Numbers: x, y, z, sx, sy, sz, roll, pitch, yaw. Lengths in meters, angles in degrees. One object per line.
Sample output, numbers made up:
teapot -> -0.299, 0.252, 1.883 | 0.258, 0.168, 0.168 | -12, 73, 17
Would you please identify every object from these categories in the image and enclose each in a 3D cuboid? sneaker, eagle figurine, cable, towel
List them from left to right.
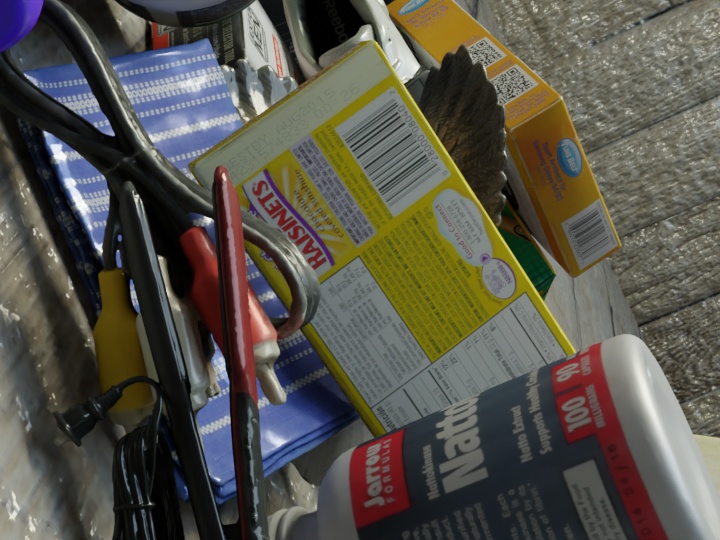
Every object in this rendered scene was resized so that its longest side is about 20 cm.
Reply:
cable -> -0.086, -0.028, 0.643 | 0.200, 0.097, 0.050 | 66, 14, -2
towel -> -0.070, -0.006, 0.732 | 0.145, 0.024, 0.201 | -23, 89, -56
eagle figurine -> -0.003, -0.004, 0.838 | 0.151, 0.151, 0.200 | 39, -31, 45
sneaker -> 0.008, -0.096, 0.931 | 0.200, 0.074, 0.088 | 57, 8, 10

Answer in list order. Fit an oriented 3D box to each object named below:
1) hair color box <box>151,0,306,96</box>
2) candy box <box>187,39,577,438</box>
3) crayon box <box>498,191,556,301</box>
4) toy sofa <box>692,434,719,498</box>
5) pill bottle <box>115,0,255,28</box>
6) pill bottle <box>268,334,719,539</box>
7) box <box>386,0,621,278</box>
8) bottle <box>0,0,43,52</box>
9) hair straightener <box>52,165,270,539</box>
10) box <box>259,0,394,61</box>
hair color box -> -0.045, -0.061, 0.939 | 0.200, 0.061, 0.102 | 58, 14, -36
candy box -> 0.018, 0.005, 0.754 | 0.200, 0.102, 0.026 | 56, -6, -14
crayon box -> 0.043, -0.050, 1.041 | 0.200, 0.058, 0.119 | 57, -6, 12
toy sofa -> 0.098, 0.144, 0.819 | 0.083, 0.200, 0.098 | 12, 68, -44
pill bottle -> -0.085, -0.177, 0.772 | 0.200, 0.113, 0.113 | -135, -161, -83
pill bottle -> 0.048, 0.117, 0.694 | 0.120, 0.200, 0.120 | 59, 14, -26
box -> 0.079, -0.094, 0.987 | 0.119, 0.041, 0.200 | 61, -3, -39
bottle -> -0.161, -0.165, 0.655 | 0.200, 0.065, 0.084 | -99, 166, -48
hair straightener -> -0.073, 0.064, 0.599 | 0.041, 0.077, 0.201 | 109, -26, -81
box -> -0.043, -0.253, 1.184 | 0.182, 0.104, 0.200 | 53, 19, -42
